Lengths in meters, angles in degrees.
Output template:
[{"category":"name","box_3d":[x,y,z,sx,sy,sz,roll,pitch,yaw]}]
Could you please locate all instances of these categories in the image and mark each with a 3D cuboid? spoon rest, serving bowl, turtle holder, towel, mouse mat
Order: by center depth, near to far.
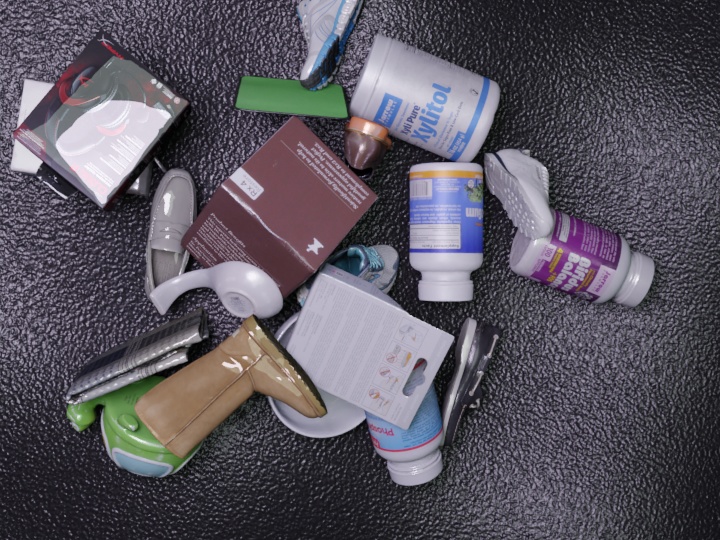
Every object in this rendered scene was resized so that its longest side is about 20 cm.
[{"category":"spoon rest","box_3d":[-0.195,0.027,1.231,0.199,0.061,0.100,-2,131,26]},{"category":"towel","box_3d":[-0.303,0.119,1.249,0.199,0.193,0.035,-26,100,-3]},{"category":"mouse mat","box_3d":[-0.097,-0.247,1.265,0.160,0.200,0.008,4,115,-6]},{"category":"turtle holder","box_3d":[-0.316,0.228,1.272,0.184,0.141,0.132,1,132,-31]},{"category":"serving bowl","box_3d":[-0.058,0.143,1.324,0.199,0.066,0.202,-4,99,-26]}]

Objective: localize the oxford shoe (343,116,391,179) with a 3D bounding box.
[{"category":"oxford shoe","box_3d":[0.000,-0.169,1.271,0.071,0.200,0.073,19,92,3]}]

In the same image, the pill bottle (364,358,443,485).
[{"category":"pill bottle","box_3d":[0.061,0.205,1.297,0.108,0.109,0.201,-16,107,-6]}]

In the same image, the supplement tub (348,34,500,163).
[{"category":"supplement tub","box_3d":[0.093,-0.251,1.313,0.199,0.132,0.133,20,89,-6]}]

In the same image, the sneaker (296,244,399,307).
[{"category":"sneaker","box_3d":[0.000,0.000,1.288,0.078,0.087,0.200,44,42,16]}]

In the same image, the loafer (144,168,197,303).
[{"category":"loafer","box_3d":[-0.273,-0.045,1.286,0.069,0.070,0.202,5,106,-17]}]

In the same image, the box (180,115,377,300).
[{"category":"box","box_3d":[-0.116,-0.069,1.233,0.166,0.200,0.164,44,55,-6]}]

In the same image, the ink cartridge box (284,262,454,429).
[{"category":"ink cartridge box","box_3d":[0.006,0.104,1.209,0.199,0.057,0.163,24,112,-3]}]

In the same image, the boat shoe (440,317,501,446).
[{"category":"boat shoe","box_3d":[0.165,0.175,1.362,0.060,0.074,0.201,16,81,-1]}]

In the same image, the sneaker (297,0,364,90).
[{"category":"sneaker","box_3d":[-0.061,-0.356,1.319,0.086,0.075,0.201,19,67,6]}]

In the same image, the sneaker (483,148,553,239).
[{"category":"sneaker","box_3d":[0.247,-0.122,1.309,0.080,0.201,0.077,-10,131,-9]}]

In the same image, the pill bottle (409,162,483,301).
[{"category":"pill bottle","box_3d":[0.128,-0.057,1.330,0.111,0.112,0.202,-1,92,-6]}]

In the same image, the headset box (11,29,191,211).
[{"category":"headset box","box_3d":[-0.341,-0.185,1.167,0.148,0.075,0.200,40,86,-7]}]

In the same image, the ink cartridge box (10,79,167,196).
[{"category":"ink cartridge box","box_3d":[-0.372,-0.182,1.266,0.198,0.129,0.126,9,90,-7]}]

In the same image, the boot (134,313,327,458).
[{"category":"boot","box_3d":[-0.168,0.179,1.182,0.200,0.066,0.175,-40,93,3]}]

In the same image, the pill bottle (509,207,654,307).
[{"category":"pill bottle","box_3d":[0.337,-0.016,1.353,0.199,0.112,0.113,20,89,-5]}]
